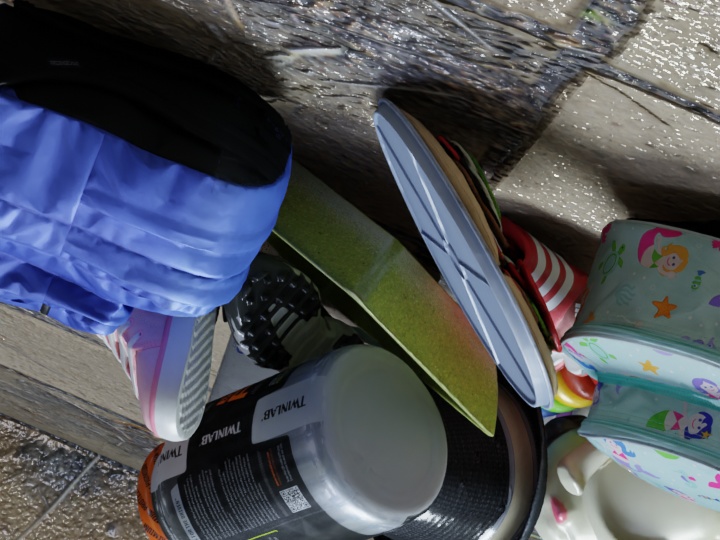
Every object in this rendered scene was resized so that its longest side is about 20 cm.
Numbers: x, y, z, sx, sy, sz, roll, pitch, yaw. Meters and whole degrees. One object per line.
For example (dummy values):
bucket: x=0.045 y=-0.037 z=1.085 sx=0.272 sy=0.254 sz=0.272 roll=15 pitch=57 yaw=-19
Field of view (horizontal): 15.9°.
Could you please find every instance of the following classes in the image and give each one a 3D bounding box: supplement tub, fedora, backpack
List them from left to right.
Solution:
backpack: x=-0.147 y=-0.053 z=1.527 sx=0.199 sy=0.168 sz=0.163 roll=17 pitch=-152 yaw=-4
supplement tub: x=-0.050 y=0.132 z=1.697 sx=0.122 sy=0.123 sz=0.200 roll=30 pitch=142 yaw=-34
fedora: x=0.037 y=0.129 z=1.764 sx=0.091 sy=0.202 sz=0.200 roll=12 pitch=176 yaw=-37
backpack: x=0.208 y=0.055 z=1.462 sx=0.177 sy=0.151 sz=0.200 roll=16 pitch=162 yaw=32

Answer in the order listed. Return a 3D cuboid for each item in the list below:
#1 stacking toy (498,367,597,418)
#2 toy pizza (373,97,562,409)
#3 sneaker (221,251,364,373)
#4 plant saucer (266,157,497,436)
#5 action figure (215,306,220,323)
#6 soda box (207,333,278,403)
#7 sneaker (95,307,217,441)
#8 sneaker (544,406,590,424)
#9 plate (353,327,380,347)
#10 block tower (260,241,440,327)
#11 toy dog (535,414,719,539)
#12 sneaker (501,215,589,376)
stacking toy: x=0.142 y=0.064 z=1.781 sx=0.085 sy=0.086 sz=0.200 roll=28 pitch=160 yaw=-25
toy pizza: x=0.066 y=-0.013 z=1.460 sx=0.201 sy=0.032 sz=0.200 roll=61 pitch=176 yaw=7
sneaker: x=-0.064 y=0.025 z=1.726 sx=0.090 sy=0.067 sz=0.200 roll=39 pitch=177 yaw=26
plant saucer: x=0.000 y=0.000 z=1.660 sx=0.200 sy=0.048 sz=0.200 roll=39 pitch=176 yaw=41
action figure: x=-0.197 y=-0.001 z=1.757 sx=0.199 sy=0.070 sz=0.130 roll=22 pitch=178 yaw=27
soda box: x=-0.010 y=0.105 z=1.903 sx=0.199 sy=0.069 sz=0.063 roll=18 pitch=173 yaw=4
sneaker: x=-0.146 y=0.034 z=1.618 sx=0.104 sy=0.201 sz=0.076 roll=0 pitch=129 yaw=2
sneaker: x=0.132 y=0.137 z=1.957 sx=0.099 sy=0.075 sz=0.200 roll=0 pitch=156 yaw=-37
plate: x=0.002 y=0.030 z=1.974 sx=0.199 sy=0.026 sz=0.200 roll=22 pitch=167 yaw=5
block tower: x=-0.045 y=-0.003 z=1.850 sx=0.199 sy=0.054 sz=0.058 roll=13 pitch=164 yaw=34
toy dog: x=0.202 y=0.139 z=1.775 sx=0.199 sy=0.194 sz=0.140 roll=-16 pitch=104 yaw=36
sneaker: x=0.103 y=0.008 z=1.656 sx=0.115 sy=0.078 sz=0.200 roll=43 pitch=166 yaw=-7
